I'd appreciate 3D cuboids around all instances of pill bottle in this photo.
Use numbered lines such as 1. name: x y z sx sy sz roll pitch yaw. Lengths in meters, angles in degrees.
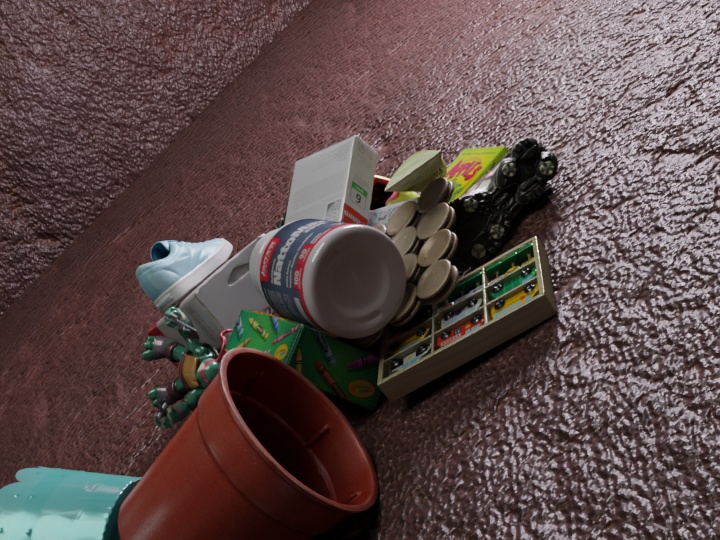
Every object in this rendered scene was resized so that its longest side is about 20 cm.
1. pill bottle: -0.046 0.004 1.304 0.120 0.120 0.200 -49 24 -16

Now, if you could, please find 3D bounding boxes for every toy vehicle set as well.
1. toy vehicle set: 0.109 0.050 1.233 0.199 0.027 0.125 -31 23 18

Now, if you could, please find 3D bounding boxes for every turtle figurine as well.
1. turtle figurine: -0.224 0.130 1.511 0.200 0.100 0.151 -12 69 64

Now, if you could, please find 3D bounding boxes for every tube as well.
1. tube: 0.070 -0.116 1.391 0.200 0.052 0.058 -27 -49 -81

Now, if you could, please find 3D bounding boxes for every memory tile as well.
1. memory tile: 0.050 -0.010 1.318 0.153 0.017 0.201 -37 29 29

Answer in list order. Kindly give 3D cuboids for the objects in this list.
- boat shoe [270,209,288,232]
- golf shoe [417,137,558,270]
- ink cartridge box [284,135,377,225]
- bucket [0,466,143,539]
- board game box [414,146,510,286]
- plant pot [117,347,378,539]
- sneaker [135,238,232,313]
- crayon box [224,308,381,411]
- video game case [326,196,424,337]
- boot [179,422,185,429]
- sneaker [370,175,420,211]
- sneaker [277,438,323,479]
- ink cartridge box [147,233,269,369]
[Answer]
1. boat shoe: -0.094 -0.039 1.636 0.073 0.064 0.201 -118 35 -45
2. golf shoe: 0.149 -0.068 1.383 0.200 0.077 0.088 -42 0 -5
3. ink cartridge box: -0.043 -0.064 1.491 0.109 0.050 0.201 -19 50 38
4. bucket: -0.288 0.304 1.223 0.134 0.208 0.208 -1 35 16
5. board game box: 0.106 -0.067 1.468 0.200 0.048 0.101 -49 20 -14
6. plant pot: -0.121 0.214 1.147 0.195 0.200 0.201 -45 19 16
7. sneaker: -0.243 -0.018 1.631 0.074 0.082 0.200 -37 6 25
8. crayon box: -0.063 0.098 1.336 0.200 0.118 0.059 8 74 65
9. video game case: 0.000 0.000 1.442 0.200 0.024 0.183 -13 46 58
10. boot: -0.146 0.166 1.445 0.132 0.070 0.200 -47 20 -16
11. sneaker: 0.007 -0.096 1.574 0.199 0.090 0.079 5 68 44
12. sneaker: -0.077 0.171 1.302 0.074 0.084 0.200 -47 39 -3
13. ink cartridge box: -0.190 0.048 1.624 0.144 0.084 0.200 -43 5 -32
